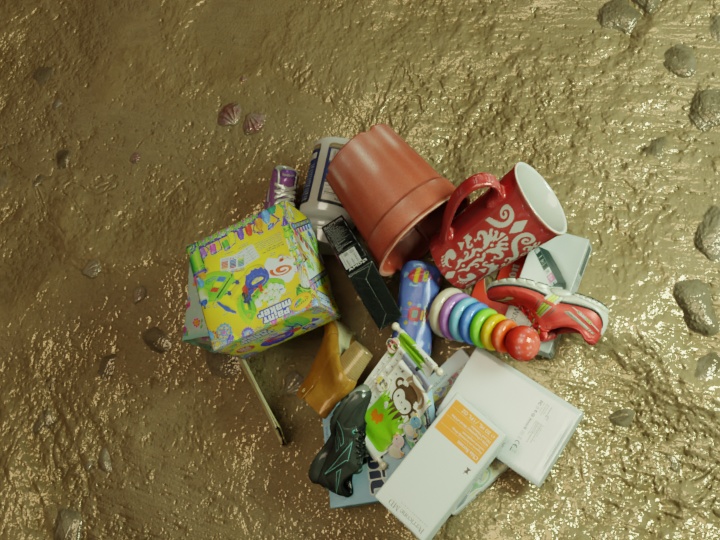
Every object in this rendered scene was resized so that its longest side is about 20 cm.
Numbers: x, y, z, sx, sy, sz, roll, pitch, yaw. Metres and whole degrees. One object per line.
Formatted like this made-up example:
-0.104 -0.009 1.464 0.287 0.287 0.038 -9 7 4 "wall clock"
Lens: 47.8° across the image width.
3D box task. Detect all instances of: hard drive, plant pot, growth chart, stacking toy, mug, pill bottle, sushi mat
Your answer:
0.232 0.227 1.281 0.199 0.027 0.133 32 87 31 "hard drive"
0.053 -0.131 1.400 0.200 0.201 0.196 -41 73 6 "plant pot"
0.052 0.207 1.321 0.144 0.018 0.202 38 100 34 "growth chart"
0.205 0.092 1.301 0.199 0.085 0.086 20 80 47 "stacking toy"
0.206 -0.081 1.335 0.199 0.178 0.134 -37 15 32 "mug"
-0.053 -0.138 1.527 0.109 0.111 0.203 4 73 26 "pill bottle"
-0.184 0.220 1.467 0.012 0.096 0.201 -25 59 -13 "sushi mat"

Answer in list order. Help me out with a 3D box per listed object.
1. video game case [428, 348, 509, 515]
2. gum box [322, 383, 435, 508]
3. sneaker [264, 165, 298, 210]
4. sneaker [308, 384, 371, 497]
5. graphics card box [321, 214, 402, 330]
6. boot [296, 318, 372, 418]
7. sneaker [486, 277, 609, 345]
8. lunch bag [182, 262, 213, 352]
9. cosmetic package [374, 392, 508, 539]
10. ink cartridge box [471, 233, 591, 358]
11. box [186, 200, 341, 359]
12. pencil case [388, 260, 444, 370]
0.160 0.260 1.331 0.182 0.023 0.201 -43 60 6 "video game case"
0.034 0.293 1.346 0.198 0.044 0.173 -17 68 28 "gum box"
-0.148 -0.125 1.527 0.071 0.115 0.202 5 38 -16 "sneaker"
-0.014 0.274 1.305 0.079 0.075 0.202 32 116 23 "sneaker"
0.000 0.000 1.395 0.050 0.126 0.200 -30 31 -2 "graphics card box"
-0.065 0.158 1.416 0.144 0.071 0.201 -49 31 3 "boot"
0.283 0.066 1.269 0.198 0.077 0.086 15 83 28 "sneaker"
-0.225 0.054 1.533 0.197 0.122 0.173 -12 65 27 "lunch bag"
0.125 0.298 1.231 0.101 0.071 0.201 37 85 20 "cosmetic package"
0.271 0.023 1.356 0.172 0.044 0.203 17 79 28 "ink cartridge box"
-0.166 0.020 1.392 0.198 0.122 0.195 -23 72 12 "box"
0.093 0.085 1.395 0.077 0.087 0.203 10 76 1 "pencil case"
